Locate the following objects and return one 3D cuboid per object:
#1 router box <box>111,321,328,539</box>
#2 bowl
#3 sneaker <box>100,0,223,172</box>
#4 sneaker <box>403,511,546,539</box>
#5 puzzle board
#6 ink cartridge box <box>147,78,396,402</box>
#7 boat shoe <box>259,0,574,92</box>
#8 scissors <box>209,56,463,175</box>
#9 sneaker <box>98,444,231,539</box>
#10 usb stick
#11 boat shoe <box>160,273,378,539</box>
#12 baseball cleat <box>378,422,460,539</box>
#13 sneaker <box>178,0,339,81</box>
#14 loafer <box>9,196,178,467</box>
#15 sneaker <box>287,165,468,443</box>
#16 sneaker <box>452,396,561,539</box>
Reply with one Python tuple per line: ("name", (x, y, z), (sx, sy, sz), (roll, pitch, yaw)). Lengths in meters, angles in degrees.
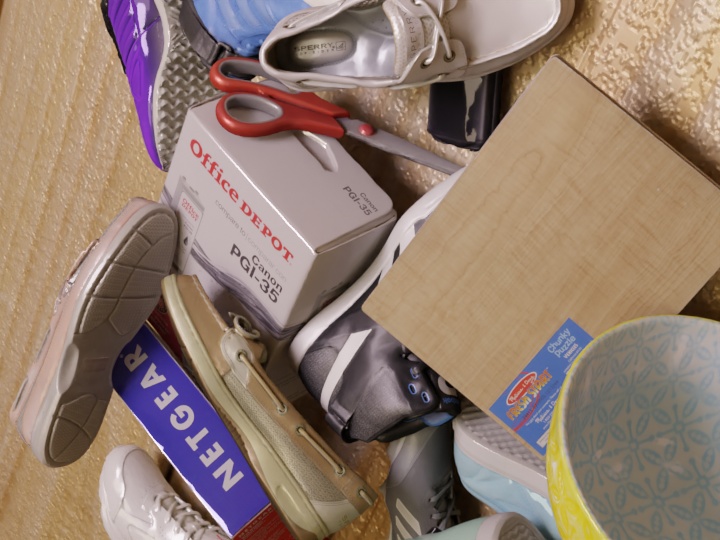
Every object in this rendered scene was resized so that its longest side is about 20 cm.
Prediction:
("router box", (-0.117, 0.133, 1.021), (0.200, 0.049, 0.180), (47, 172, 21))
("bowl", (0.185, 0.136, 0.747), (0.200, 0.199, 0.108), (46, 141, 22))
("sneaker", (-0.160, -0.179, 1.043), (0.099, 0.069, 0.204), (6, 102, 47))
("sneaker", (0.102, 0.241, 0.891), (0.117, 0.074, 0.201), (-17, 116, 44))
("puzzle board", (0.113, -0.004, 0.797), (0.150, 0.017, 0.201), (39, 114, 3))
("ink cartridge box", (-0.076, -0.010, 0.947), (0.147, 0.082, 0.201), (47, 138, 20))
("boat shoe", (0.033, -0.143, 0.817), (0.197, 0.069, 0.072), (-12, 101, 15))
("scissors", (-0.007, -0.102, 0.901), (0.074, 0.197, 0.014), (-88, 12, -46))
("sneaker", (-0.147, 0.232, 1.141), (0.099, 0.078, 0.202), (-29, 91, 35))
("usb stick", (0.072, -0.177, 0.857), (0.055, 0.032, 0.203), (18, 113, 39))
("boat shoe", (-0.065, 0.084, 0.886), (0.202, 0.063, 0.073), (58, 170, 8))
("baseball cleat", (0.062, 0.190, 0.952), (0.105, 0.070, 0.203), (23, 125, 27))
("sneaker", (-0.055, -0.172, 0.940), (0.199, 0.076, 0.113), (34, 121, 29))
("loafer", (-0.194, 0.036, 0.932), (0.062, 0.072, 0.202), (29, 100, 32))
("sneaker", (0.050, 0.034, 0.876), (0.200, 0.073, 0.112), (-47, 60, 17))
("sneaker", (0.146, 0.154, 0.868), (0.199, 0.074, 0.083), (33, 142, 31))
